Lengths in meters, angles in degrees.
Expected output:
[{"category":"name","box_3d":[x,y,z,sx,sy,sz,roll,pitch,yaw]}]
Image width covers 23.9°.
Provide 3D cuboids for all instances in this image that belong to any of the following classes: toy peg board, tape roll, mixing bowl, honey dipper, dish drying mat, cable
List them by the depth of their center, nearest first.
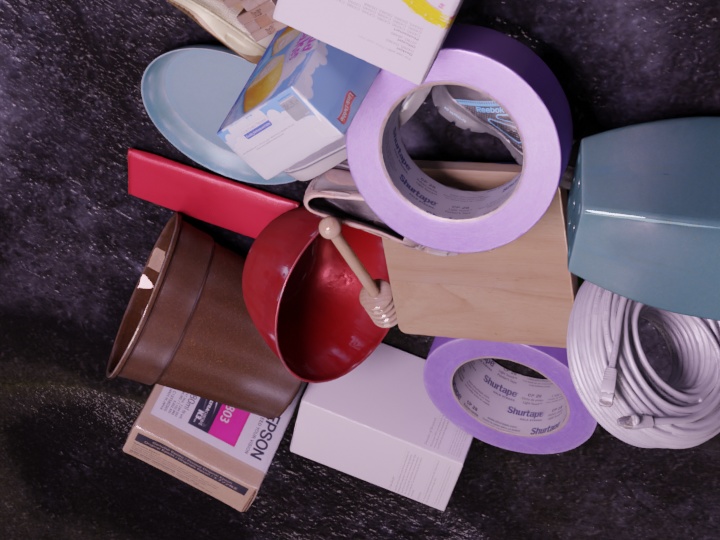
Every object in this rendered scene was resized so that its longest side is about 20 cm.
[{"category":"tape roll","box_3d":[0.090,-0.119,1.552,0.199,0.066,0.201,8,119,15]},{"category":"cable","box_3d":[0.295,0.078,1.678,0.199,0.201,0.069,16,155,-29]},{"category":"honey dipper","box_3d":[0.000,0.000,1.730,0.038,0.038,0.200,6,155,22]},{"category":"toy peg board","box_3d":[0.132,-0.037,1.734,0.199,0.098,0.200,4,123,25]},{"category":"mixing bowl","box_3d":[-0.052,0.008,1.812,0.108,0.200,0.200,26,150,38]},{"category":"tape roll","box_3d":[0.174,0.108,1.873,0.199,0.085,0.200,15,143,12]},{"category":"dish drying mat","box_3d":[-0.163,-0.080,1.884,0.199,0.018,0.077,19,143,8]}]

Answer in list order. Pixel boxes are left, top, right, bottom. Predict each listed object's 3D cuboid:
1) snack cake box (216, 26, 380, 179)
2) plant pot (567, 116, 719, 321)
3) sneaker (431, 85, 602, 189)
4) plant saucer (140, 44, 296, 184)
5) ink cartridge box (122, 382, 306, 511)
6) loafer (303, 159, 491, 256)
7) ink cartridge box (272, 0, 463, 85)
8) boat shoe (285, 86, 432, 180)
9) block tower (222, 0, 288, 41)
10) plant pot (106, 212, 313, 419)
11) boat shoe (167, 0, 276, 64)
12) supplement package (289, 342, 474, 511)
[{"category":"snack cake box","box_3d":[-0.036,-0.187,1.534,0.067,0.200,0.115,42,139,-19]},{"category":"plant pot","box_3d":[0.290,-0.049,1.534,0.199,0.142,0.142,5,141,1]},{"category":"sneaker","box_3d":[0.166,-0.142,1.585,0.200,0.073,0.082,26,138,-6]},{"category":"plant saucer","box_3d":[-0.128,-0.164,1.747,0.199,0.027,0.200,16,147,10]},{"category":"ink cartridge box","box_3d":[-0.164,0.157,2.019,0.164,0.200,0.075,26,144,-4]},{"category":"loafer","box_3d":[0.040,-0.050,1.666,0.199,0.063,0.072,18,127,16]},{"category":"ink cartridge box","box_3d":[0.035,-0.290,1.416,0.146,0.147,0.200,24,142,0]},{"category":"boat shoe","box_3d":[-0.017,-0.156,1.637,0.201,0.070,0.071,-32,132,31]},{"category":"block tower","box_3d":[-0.132,-0.305,1.550,0.058,0.054,0.200,-19,120,45]},{"category":"plant pot","box_3d":[-0.158,0.064,1.926,0.198,0.201,0.200,23,144,-13]},{"category":"boat shoe","box_3d":[-0.158,-0.277,1.614,0.200,0.073,0.063,38,97,-11]},{"category":"supplement package","box_3d":[0.034,0.172,1.996,0.199,0.120,0.121,21,144,4]}]
